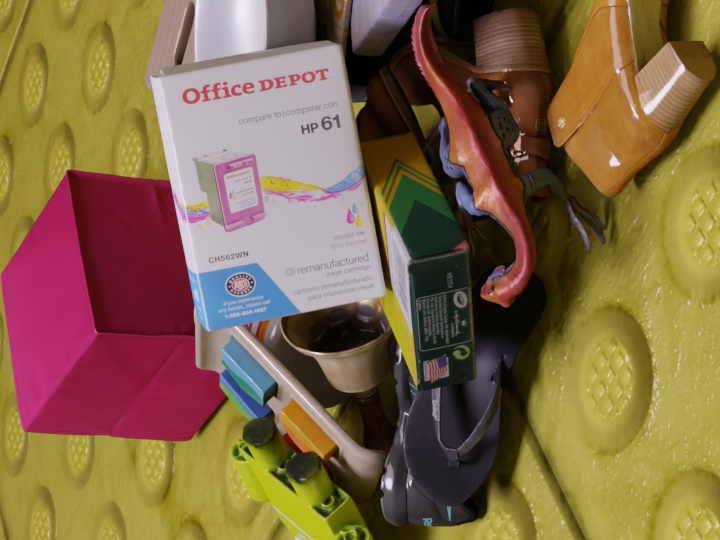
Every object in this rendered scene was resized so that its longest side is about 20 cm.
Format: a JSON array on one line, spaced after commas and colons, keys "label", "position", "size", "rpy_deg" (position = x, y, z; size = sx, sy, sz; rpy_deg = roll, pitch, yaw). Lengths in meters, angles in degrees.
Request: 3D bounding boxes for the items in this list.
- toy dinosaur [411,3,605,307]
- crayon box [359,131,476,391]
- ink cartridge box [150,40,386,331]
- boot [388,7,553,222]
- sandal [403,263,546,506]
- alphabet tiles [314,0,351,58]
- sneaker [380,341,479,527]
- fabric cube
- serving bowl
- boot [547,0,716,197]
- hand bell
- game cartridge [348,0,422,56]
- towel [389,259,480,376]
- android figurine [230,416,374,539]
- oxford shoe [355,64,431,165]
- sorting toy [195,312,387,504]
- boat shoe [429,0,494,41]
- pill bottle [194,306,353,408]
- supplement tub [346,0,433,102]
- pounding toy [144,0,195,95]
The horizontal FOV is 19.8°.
[{"label": "toy dinosaur", "position": [0.084, -0.065, 1.530], "size": [0.105, 0.200, 0.182], "rpy_deg": [-36, 30, 17]}, {"label": "crayon box", "position": [0.038, -0.018, 1.600], "size": [0.200, 0.051, 0.127], "rpy_deg": [-113, 14, -51]}, {"label": "ink cartridge box", "position": [-0.071, -0.068, 1.587], "size": [0.085, 0.144, 0.200], "rpy_deg": [-143, 42, -80]}, {"label": "boot", "position": [0.091, -0.115, 1.682], "size": [0.200, 0.077, 0.155], "rpy_deg": [-15, 78, 52]}, {"label": "sandal", "position": [0.084, 0.089, 1.621], "size": [0.043, 0.076, 0.200], "rpy_deg": [-33, -39, -79]}, {"label": "alphabet tiles", "position": [-0.036, -0.253, 1.696], "size": [0.167, 0.008, 0.200], "rpy_deg": [-131, 44, -59]}, {"label": "sneaker", "position": [0.067, 0.113, 1.686], "size": [0.079, 0.075, 0.200], "rpy_deg": [7, 99, 16]}, {"label": "fabric cube", "position": [-0.232, 0.039, 2.106], "size": [0.199, 0.200, 0.196], "rpy_deg": [-50, 44, 44]}, {"label": "serving bowl", "position": [-0.080, -0.197, 1.716], "size": [0.200, 0.066, 0.200], "rpy_deg": [179, 90, -70]}, {"label": "boot", "position": [0.176, -0.167, 1.517], "size": [0.144, 0.071, 0.201], "rpy_deg": [-49, 50, 44]}, {"label": "hand bell", "position": [0.006, 0.109, 1.741], "size": [0.104, 0.104, 0.200], "rpy_deg": [53, 163, 50]}, {"label": "game cartridge", "position": [0.017, -0.281, 1.607], "size": [0.130, 0.038, 0.200], "rpy_deg": [127, 142, -72]}, {"label": "towel", "position": [0.000, 0.000, 1.747], "size": [0.200, 0.034, 0.133], "rpy_deg": [34, 125, 11]}, {"label": "android figurine", "position": [-0.040, 0.212, 1.792], "size": [0.182, 0.041, 0.200], "rpy_deg": [35, 158, 38]}, {"label": "oxford shoe", "position": [0.015, -0.102, 1.698], "size": [0.200, 0.071, 0.071], "rpy_deg": [84, 164, -68]}, {"label": "sorting toy", "position": [-0.068, 0.123, 1.776], "size": [0.200, 0.036, 0.185], "rpy_deg": [41, 163, 9]}, {"label": "boat shoe", "position": [0.108, -0.265, 1.661], "size": [0.068, 0.072, 0.200], "rpy_deg": [40, 129, 29]}, {"label": "pill bottle", "position": [-0.076, 0.054, 1.905], "size": [0.200, 0.113, 0.113], "rpy_deg": [19, 103, 60]}, {"label": "supplement tub", "position": [0.015, -0.249, 1.769], "size": [0.200, 0.122, 0.123], "rpy_deg": [-55, 41, 42]}, {"label": "pounding toy", "position": [-0.096, -0.226, 1.904], "size": [0.142, 0.184, 0.200], "rpy_deg": [51, 130, 51]}]
